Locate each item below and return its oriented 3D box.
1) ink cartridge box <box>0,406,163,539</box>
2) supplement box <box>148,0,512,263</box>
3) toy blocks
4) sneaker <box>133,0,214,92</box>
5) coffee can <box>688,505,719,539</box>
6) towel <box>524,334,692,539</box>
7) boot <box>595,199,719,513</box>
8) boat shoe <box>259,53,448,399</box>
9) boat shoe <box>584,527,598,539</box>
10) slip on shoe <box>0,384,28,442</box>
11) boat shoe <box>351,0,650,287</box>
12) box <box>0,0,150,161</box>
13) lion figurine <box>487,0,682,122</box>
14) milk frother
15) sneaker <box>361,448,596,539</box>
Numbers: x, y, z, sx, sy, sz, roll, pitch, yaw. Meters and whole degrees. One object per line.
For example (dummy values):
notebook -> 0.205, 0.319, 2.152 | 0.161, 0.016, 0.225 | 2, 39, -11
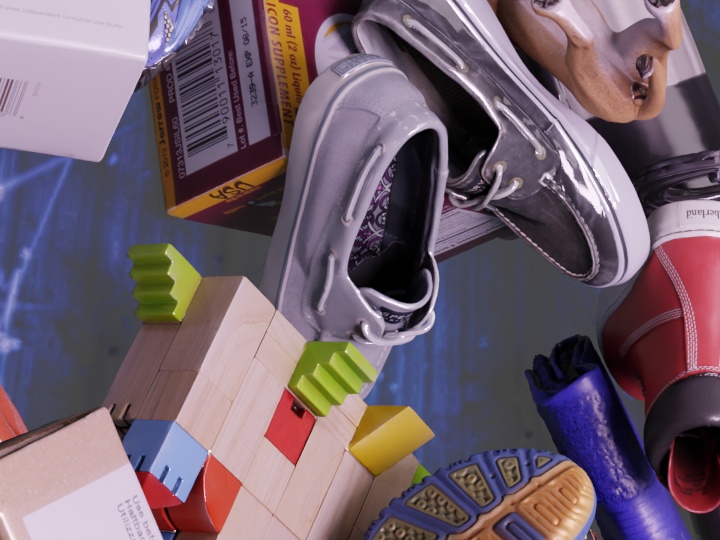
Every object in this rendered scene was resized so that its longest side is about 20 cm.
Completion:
ink cartridge box -> -0.127, 0.168, 0.791 | 0.075, 0.164, 0.201 | -24, 93, -52
supplement box -> -0.007, -0.076, 1.115 | 0.200, 0.086, 0.111 | 11, 65, -48
toy blocks -> -0.054, 0.102, 0.981 | 0.200, 0.100, 0.137 | 49, 54, -38
sneaker -> -0.123, -0.174, 1.045 | 0.078, 0.075, 0.201 | 11, 57, -38
coffee can -> 0.256, 0.104, 1.295 | 0.146, 0.146, 0.201 | -4, 75, -51
towel -> 0.148, 0.138, 1.195 | 0.200, 0.049, 0.148 | 63, 7, -4
boot -> 0.163, 0.069, 1.149 | 0.200, 0.072, 0.145 | 92, 0, -68
boat shoe -> 0.001, -0.001, 1.020 | 0.070, 0.201, 0.072 | -18, 44, -30
boat shoe -> 0.076, 0.139, 1.086 | 0.063, 0.074, 0.201 | 63, 14, 6
slip on shoe -> -0.147, 0.098, 0.882 | 0.200, 0.074, 0.061 | 61, 19, -12
boat shoe -> 0.061, -0.061, 1.076 | 0.200, 0.072, 0.071 | 50, 52, -11
box -> -0.156, -0.162, 0.930 | 0.124, 0.098, 0.201 | 7, 65, -16
lion figurine -> 0.102, -0.122, 1.086 | 0.200, 0.072, 0.123 | 61, -5, 39
milk frother -> 0.158, -0.113, 1.243 | 0.180, 0.200, 0.189 | -23, 91, -48
sneaker -> 0.027, 0.162, 0.968 | 0.075, 0.200, 0.088 | 44, -10, 44
